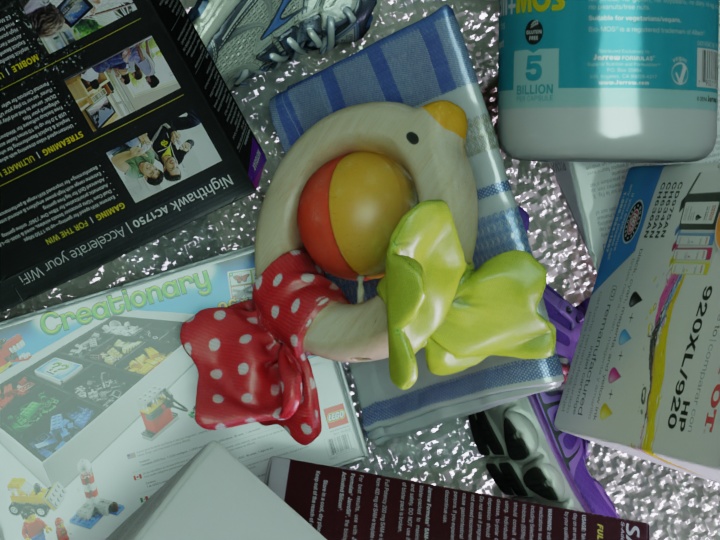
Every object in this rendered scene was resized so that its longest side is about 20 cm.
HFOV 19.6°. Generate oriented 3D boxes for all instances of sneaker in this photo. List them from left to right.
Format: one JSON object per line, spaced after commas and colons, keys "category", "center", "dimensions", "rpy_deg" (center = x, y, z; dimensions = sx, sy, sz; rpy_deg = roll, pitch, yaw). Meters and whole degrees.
{"category": "sneaker", "center": [-0.036, -0.139, 1.094], "dimensions": [0.085, 0.077, 0.201], "rpy_deg": [35, 87, -9]}
{"category": "sneaker", "center": [0.099, 0.057, 1.108], "dimensions": [0.083, 0.081, 0.201], "rpy_deg": [-24, 95, -16]}

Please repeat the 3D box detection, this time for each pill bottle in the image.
{"category": "pill bottle", "center": [0.123, -0.155, 1.036], "dimensions": [0.110, 0.111, 0.202], "rpy_deg": [0, 92, -6]}

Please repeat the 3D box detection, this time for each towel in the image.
{"category": "towel", "center": [0.025, -0.018, 1.070], "dimensions": [0.024, 0.146, 0.201], "rpy_deg": [-13, 85, -43]}

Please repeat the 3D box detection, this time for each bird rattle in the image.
{"category": "bird rattle", "center": [0.000, 0.000, 1.031], "dimensions": [0.112, 0.199, 0.164], "rpy_deg": [18, 67, -41]}

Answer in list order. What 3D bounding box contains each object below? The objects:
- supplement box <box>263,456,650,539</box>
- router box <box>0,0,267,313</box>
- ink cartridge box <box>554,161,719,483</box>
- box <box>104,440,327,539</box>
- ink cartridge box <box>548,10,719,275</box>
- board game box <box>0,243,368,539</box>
{"category": "supplement box", "center": [0.040, 0.166, 1.076], "dimensions": [0.199, 0.109, 0.061], "rpy_deg": [10, 48, -3]}
{"category": "router box", "center": [-0.169, -0.068, 1.045], "dimensions": [0.199, 0.051, 0.150], "rpy_deg": [-24, 109, 13]}
{"category": "ink cartridge box", "center": [0.209, 0.037, 0.999], "dimensions": [0.144, 0.200, 0.148], "rpy_deg": [18, 86, -16]}
{"category": "box", "center": [-0.085, 0.204, 1.016], "dimensions": [0.152, 0.200, 0.106], "rpy_deg": [41, 46, -4]}
{"category": "ink cartridge box", "center": [0.186, -0.057, 1.128], "dimensions": [0.160, 0.050, 0.201], "rpy_deg": [-14, 94, -9]}
{"category": "board game box", "center": [-0.108, 0.068, 1.105], "dimensions": [0.199, 0.035, 0.127], "rpy_deg": [-17, 92, -6]}
